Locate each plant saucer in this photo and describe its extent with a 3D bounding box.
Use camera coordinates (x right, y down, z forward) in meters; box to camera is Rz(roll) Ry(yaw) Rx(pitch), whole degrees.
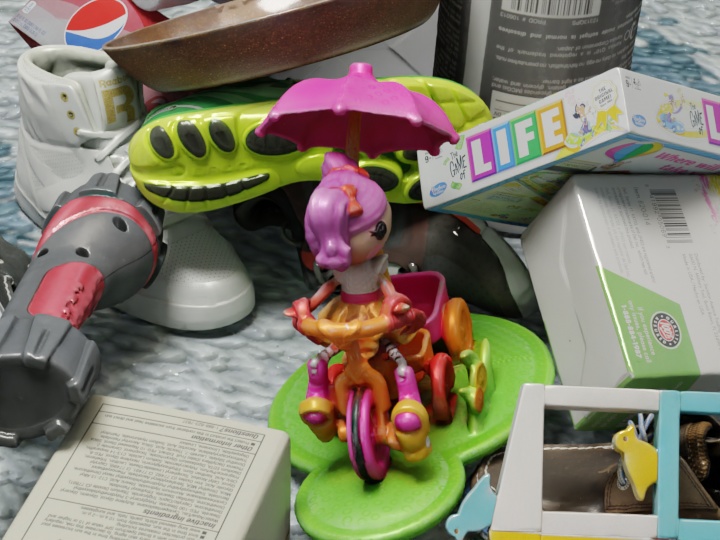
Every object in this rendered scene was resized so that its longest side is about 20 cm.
[{"bbox_3d":[-0.041,-0.134,1.002,0.199,0.035,0.200,-13,12,3],"label":"plant saucer"}]

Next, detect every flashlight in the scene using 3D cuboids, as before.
[{"bbox_3d":[-0.140,0.017,0.902,0.068,0.068,0.200,31,21,-11],"label":"flashlight"}]

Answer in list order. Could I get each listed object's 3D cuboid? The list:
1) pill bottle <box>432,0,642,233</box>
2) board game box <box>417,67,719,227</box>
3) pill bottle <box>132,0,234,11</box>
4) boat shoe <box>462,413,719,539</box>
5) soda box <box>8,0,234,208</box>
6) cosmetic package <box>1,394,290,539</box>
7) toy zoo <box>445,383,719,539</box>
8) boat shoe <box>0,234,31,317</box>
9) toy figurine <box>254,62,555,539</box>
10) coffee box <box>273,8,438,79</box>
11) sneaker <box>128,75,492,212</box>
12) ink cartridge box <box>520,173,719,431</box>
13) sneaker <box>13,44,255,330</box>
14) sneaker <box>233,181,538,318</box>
[{"bbox_3d":[0.101,-0.130,1.069,0.116,0.201,0.117,3,36,-2],"label":"pill bottle"},{"bbox_3d":[0.146,-0.054,0.974,0.134,0.034,0.200,-19,-19,41],"label":"board game box"},{"bbox_3d":[-0.053,-0.230,1.140,0.199,0.115,0.114,-18,41,-25],"label":"pill bottle"},{"bbox_3d":[0.149,0.100,0.867,0.199,0.073,0.072,5,37,5],"label":"boat shoe"},{"bbox_3d":[-0.132,-0.121,1.144,0.063,0.070,0.200,-48,52,-10],"label":"soda box"},{"bbox_3d":[-0.105,0.148,0.791,0.103,0.073,0.200,10,37,12],"label":"cosmetic package"},{"bbox_3d":[0.137,0.119,0.811,0.199,0.132,0.020,2,-6,1],"label":"toy zoo"},{"bbox_3d":[-0.201,0.008,0.985,0.056,0.069,0.200,-15,37,-21],"label":"boat shoe"},{"bbox_3d":[0.000,0.000,0.872,0.150,0.185,0.200,-6,29,18],"label":"toy figurine"},{"bbox_3d":[-0.010,-0.202,1.267,0.114,0.080,0.200,-2,37,-6],"label":"coffee box"},{"bbox_3d":[-0.026,-0.080,0.986,0.199,0.074,0.084,-3,30,-9],"label":"sneaker"},{"bbox_3d":[0.195,0.015,0.942,0.199,0.067,0.117,-1,61,-23],"label":"ink cartridge box"},{"bbox_3d":[-0.134,-0.055,1.033,0.074,0.116,0.200,-27,46,-36],"label":"sneaker"},{"bbox_3d":[0.010,-0.009,1.034,0.200,0.077,0.082,29,71,33],"label":"sneaker"}]
